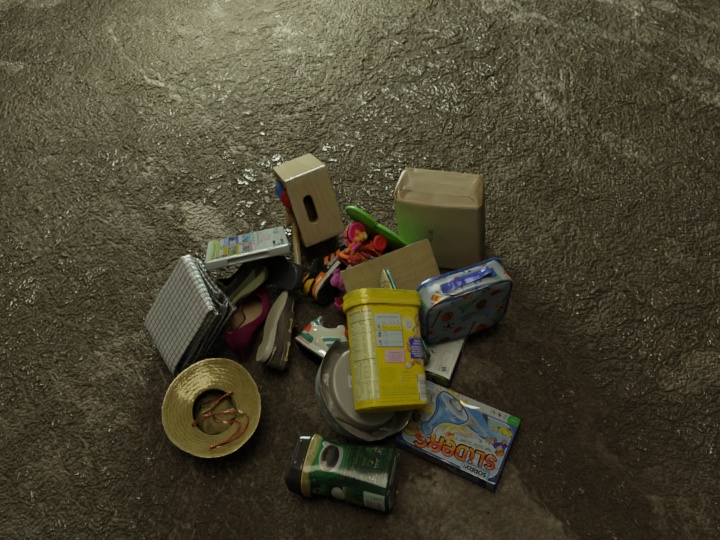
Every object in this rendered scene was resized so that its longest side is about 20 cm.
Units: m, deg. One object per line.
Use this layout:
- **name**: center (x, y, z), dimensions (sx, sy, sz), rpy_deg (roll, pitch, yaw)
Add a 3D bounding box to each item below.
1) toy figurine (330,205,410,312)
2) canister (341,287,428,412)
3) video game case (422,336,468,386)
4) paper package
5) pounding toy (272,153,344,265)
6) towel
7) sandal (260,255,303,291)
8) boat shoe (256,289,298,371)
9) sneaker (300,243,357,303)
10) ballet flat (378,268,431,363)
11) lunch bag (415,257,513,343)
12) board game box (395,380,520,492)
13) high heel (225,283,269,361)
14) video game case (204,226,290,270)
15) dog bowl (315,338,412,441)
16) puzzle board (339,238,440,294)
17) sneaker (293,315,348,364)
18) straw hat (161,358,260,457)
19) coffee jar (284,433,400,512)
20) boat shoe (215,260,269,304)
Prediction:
- **toy figurine**: center (0.000, 0.000, 1.430), dimensions (0.149, 0.199, 0.187), rpy_deg (10, 65, 57)
- **canister**: center (0.046, 0.143, 1.212), dimensions (0.145, 0.086, 0.207), rpy_deg (4, 72, -29)
- **video game case**: center (0.132, 0.121, 1.394), dimensions (0.176, 0.036, 0.203), rpy_deg (15, 55, 19)
- **paper package**: center (0.175, -0.108, 1.466), dimensions (0.185, 0.203, 0.105), rpy_deg (8, 51, 16)
- **pounding toy**: center (-0.128, -0.131, 1.546), dimensions (0.139, 0.205, 0.184), rpy_deg (-21, 24, -10)
- **towel**: center (-0.352, 0.092, 1.402), dimensions (0.084, 0.202, 0.166), rpy_deg (7, 35, -49)
- **sandal**: center (-0.180, -0.001, 1.512), dimensions (0.042, 0.078, 0.198), rpy_deg (4, 17, -39)
- **boat shoe**: center (-0.165, 0.123, 1.424), dimensions (0.059, 0.072, 0.203), rpy_deg (31, 36, -17)
- **sneaker**: center (-0.062, -0.018, 1.518), dimensions (0.088, 0.071, 0.201), rpy_deg (20, 55, 31)
- **ballet flat**: center (0.068, 0.096, 1.325), dimensions (0.064, 0.071, 0.204), rpy_deg (-27, 74, 1)
- **lunch bag**: center (0.199, 0.056, 1.310), dimensions (0.195, 0.162, 0.077), rpy_deg (-19, 53, -10)
- **board game box**: center (0.178, 0.298, 1.244), dimensions (0.195, 0.035, 0.137), rpy_deg (18, 56, 22)
- **high heel**: center (-0.238, 0.084, 1.443), dimensions (0.065, 0.098, 0.204), rpy_deg (-2, 51, 7)
- **video game case**: center (-0.248, -0.051, 1.488), dimensions (0.176, 0.023, 0.200), rpy_deg (-12, 17, -7)
- **dog bowl**: center (0.004, 0.218, 1.253), dimensions (0.195, 0.059, 0.206), rpy_deg (14, 57, -23)
- **puzzle board**: center (0.072, 0.041, 1.382), dimensions (0.195, 0.017, 0.155), rpy_deg (-20, 91, -7)
- **sneaker**: center (-0.040, 0.158, 1.368), dimensions (0.197, 0.071, 0.094), rpy_deg (28, 65, 31)
- **straw hat**: center (-0.275, 0.278, 1.299), dimensions (0.194, 0.086, 0.206), rpy_deg (-3, 56, 4)
- **coffee jar**: center (-0.032, 0.354, 1.198), dimensions (0.193, 0.087, 0.106), rpy_deg (7, 46, 13)
- **boat shoe**: center (-0.290, 0.043, 1.471), dimensions (0.199, 0.067, 0.072), rpy_deg (-38, 18, 1)
